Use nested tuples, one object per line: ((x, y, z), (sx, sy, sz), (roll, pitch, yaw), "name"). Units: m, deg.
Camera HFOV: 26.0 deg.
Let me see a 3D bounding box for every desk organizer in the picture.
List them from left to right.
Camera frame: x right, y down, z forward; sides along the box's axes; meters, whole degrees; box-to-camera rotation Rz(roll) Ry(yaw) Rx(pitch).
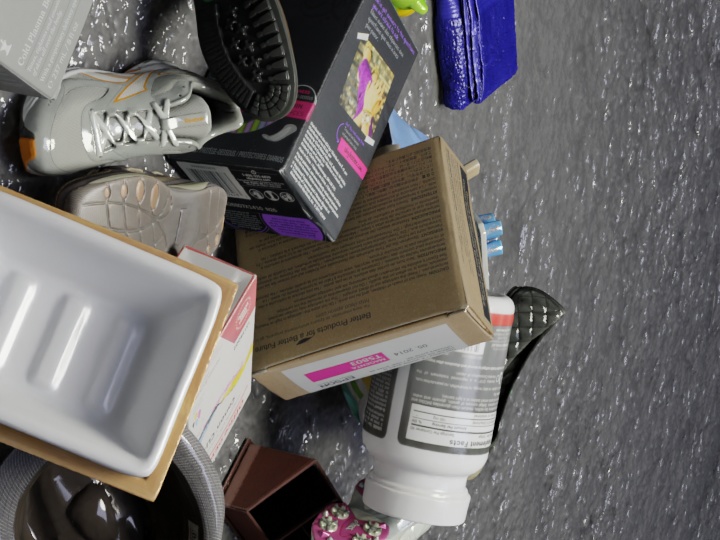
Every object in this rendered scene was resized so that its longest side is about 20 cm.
((-0.054, 0.245, 1.449), (0.072, 0.076, 0.201), (-63, 146, -28), "desk organizer")

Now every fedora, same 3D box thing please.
((-0.195, 0.176, 1.141), (0.177, 0.090, 0.201), (-41, 117, -13), "fedora")

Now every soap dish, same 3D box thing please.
((-0.201, 0.046, 1.036), (0.081, 0.198, 0.159), (127, -15, -70), "soap dish")

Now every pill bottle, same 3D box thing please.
((0.063, 0.113, 1.368), (0.115, 0.115, 0.203), (2, 100, -60), "pill bottle")

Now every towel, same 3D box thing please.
((0.129, -0.283, 1.643), (0.147, 0.049, 0.202), (-38, 130, -49), "towel")

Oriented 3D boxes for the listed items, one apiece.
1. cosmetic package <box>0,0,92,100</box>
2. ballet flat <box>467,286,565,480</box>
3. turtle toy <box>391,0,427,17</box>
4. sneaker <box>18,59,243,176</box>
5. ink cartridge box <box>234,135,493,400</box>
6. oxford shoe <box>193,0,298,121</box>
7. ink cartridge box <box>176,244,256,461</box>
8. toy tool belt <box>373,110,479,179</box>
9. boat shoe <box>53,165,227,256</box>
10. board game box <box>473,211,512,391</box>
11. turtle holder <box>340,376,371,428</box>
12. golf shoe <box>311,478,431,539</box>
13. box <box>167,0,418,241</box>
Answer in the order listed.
((-0.257, -0.197, 0.958), (0.200, 0.089, 0.108), (38, 69, -61), "cosmetic package")
((0.133, 0.111, 1.471), (0.066, 0.056, 0.202), (-8, 121, -61), "ballet flat")
((0.023, -0.319, 1.366), (0.202, 0.100, 0.146), (68, 17, 6), "turtle toy")
((-0.163, -0.113, 1.139), (0.199, 0.091, 0.077), (-30, 124, -53), "sneaker")
((0.000, 0.000, 1.301), (0.075, 0.198, 0.167), (44, 34, -57), "ink cartridge box")
((-0.088, -0.206, 1.192), (0.084, 0.072, 0.202), (2, 64, -66), "oxford shoe")
((-0.134, 0.092, 1.205), (0.201, 0.067, 0.117), (98, 17, -54), "ink cartridge box")
((0.023, -0.102, 1.425), (0.200, 0.122, 0.126), (25, 51, -60), "toy tool belt")
((-0.175, -0.040, 1.161), (0.200, 0.073, 0.075), (5, 100, -67), "boat shoe")
((0.104, 0.000, 1.565), (0.026, 0.200, 0.202), (-13, 120, -11), "board game box")
((0.046, 0.082, 1.485), (0.186, 0.139, 0.133), (111, -4, -47), "turtle holder")
((0.010, 0.246, 1.427), (0.199, 0.075, 0.093), (-18, 129, -55), "golf shoe")
((-0.052, -0.140, 1.293), (0.106, 0.121, 0.202), (54, 52, -49), "box")
